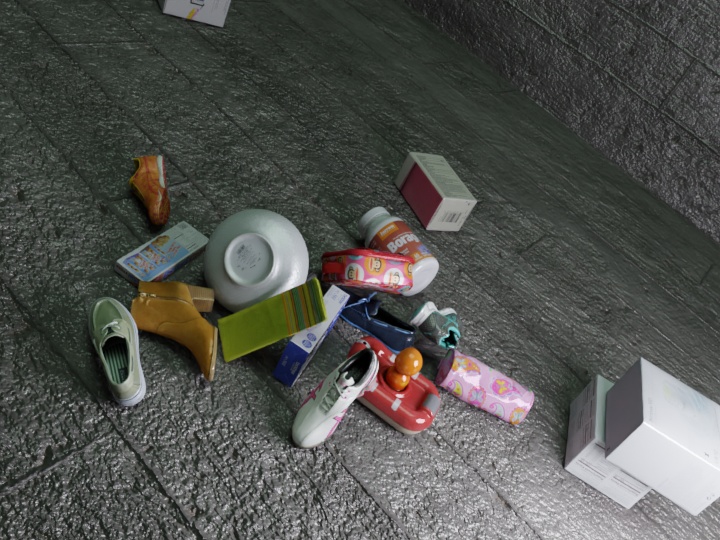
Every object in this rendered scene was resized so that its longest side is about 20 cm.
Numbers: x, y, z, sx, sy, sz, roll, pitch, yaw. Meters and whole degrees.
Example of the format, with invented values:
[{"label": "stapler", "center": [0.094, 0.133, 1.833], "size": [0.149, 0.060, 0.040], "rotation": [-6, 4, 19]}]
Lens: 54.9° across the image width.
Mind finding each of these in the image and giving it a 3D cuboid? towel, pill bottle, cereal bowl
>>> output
[{"label": "towel", "center": [-0.154, 0.085, 1.202], "size": [0.018, 0.196, 0.087], "rotation": [57, 13, -56]}, {"label": "pill bottle", "center": [0.080, -0.049, 1.589], "size": [0.111, 0.113, 0.201], "rotation": [-10, 51, -43]}, {"label": "cereal bowl", "center": [-0.194, -0.015, 1.261], "size": [0.198, 0.202, 0.083], "rotation": [32, -2, 4]}]

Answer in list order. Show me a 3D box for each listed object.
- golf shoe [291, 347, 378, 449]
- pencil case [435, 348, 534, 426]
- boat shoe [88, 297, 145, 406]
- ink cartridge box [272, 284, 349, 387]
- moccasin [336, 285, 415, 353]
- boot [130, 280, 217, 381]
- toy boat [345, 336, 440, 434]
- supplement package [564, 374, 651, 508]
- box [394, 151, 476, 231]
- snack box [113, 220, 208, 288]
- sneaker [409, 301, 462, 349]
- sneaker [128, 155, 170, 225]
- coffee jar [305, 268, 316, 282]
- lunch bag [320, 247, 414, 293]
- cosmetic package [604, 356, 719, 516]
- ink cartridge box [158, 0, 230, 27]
[{"label": "golf shoe", "center": [-0.045, 0.206, 1.155], "size": [0.072, 0.093, 0.200], "rotation": [34, 62, 18]}, {"label": "pencil case", "center": [0.249, 0.235, 1.394], "size": [0.197, 0.088, 0.088], "rotation": [27, 34, -7]}, {"label": "boat shoe", "center": [-0.377, 0.112, 1.076], "size": [0.071, 0.063, 0.201], "rotation": [-20, 56, -19]}, {"label": "ink cartridge box", "center": [-0.088, 0.116, 1.275], "size": [0.044, 0.095, 0.201], "rotation": [31, 35, 3]}, {"label": "moccasin", "center": [0.029, 0.085, 1.423], "size": [0.198, 0.069, 0.081], "rotation": [31, 34, 1]}, {"label": "boot", "center": [-0.315, 0.100, 1.163], "size": [0.141, 0.072, 0.204], "rotation": [3, 44, -20]}, {"label": "toy boat", "center": [0.068, 0.190, 1.267], "size": [0.198, 0.132, 0.131], "rotation": [35, 34, 7]}, {"label": "supplement package", "center": [0.519, 0.347, 1.426], "size": [0.154, 0.112, 0.201], "rotation": [31, 36, 1]}, {"label": "box", "center": [0.201, -0.214, 1.887], "size": [0.126, 0.110, 0.202], "rotation": [1, 44, -35]}, {"label": "snack box", "center": [-0.369, -0.031, 1.309], "size": [0.071, 0.025, 0.200], "rotation": [36, 35, 6]}, {"label": "sneaker", "center": [0.173, 0.128, 1.439], "size": [0.091, 0.078, 0.199], "rotation": [49, 16, 26]}, {"label": "sneaker", "center": [-0.427, -0.157, 1.403], "size": [0.075, 0.074, 0.202], "rotation": [-10, 43, -14]}, {"label": "coffee jar", "center": [-0.182, -0.001, 1.354], "size": [0.198, 0.086, 0.104], "rotation": [34, 19, 5]}, {"label": "lunch bag", "center": [0.000, 0.000, 1.415], "size": [0.173, 0.084, 0.199], "rotation": [6, -4, -25]}, {"label": "cosmetic package", "center": [0.582, 0.308, 1.318], "size": [0.197, 0.124, 0.200], "rotation": [30, 35, 2]}, {"label": "ink cartridge box", "center": [-0.513, -0.870, 2.134], "size": [0.197, 0.146, 0.148], "rotation": [2, 43, -35]}]
